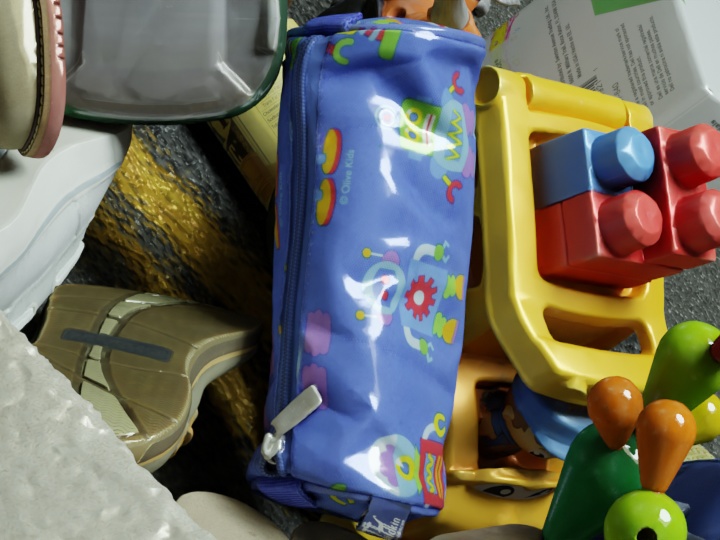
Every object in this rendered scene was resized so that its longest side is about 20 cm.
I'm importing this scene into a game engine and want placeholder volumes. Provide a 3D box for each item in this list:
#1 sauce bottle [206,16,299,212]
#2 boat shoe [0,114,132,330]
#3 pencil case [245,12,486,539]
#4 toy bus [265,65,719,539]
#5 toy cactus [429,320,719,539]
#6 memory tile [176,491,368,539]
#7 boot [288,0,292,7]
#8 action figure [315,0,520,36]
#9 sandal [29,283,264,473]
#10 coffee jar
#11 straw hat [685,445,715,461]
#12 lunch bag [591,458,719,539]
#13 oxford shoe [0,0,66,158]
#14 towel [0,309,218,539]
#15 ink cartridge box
[{"bbox_3d":[-0.052,-0.094,0.972,0.200,0.065,0.065,55,27,9],"label":"sauce bottle"},{"bbox_3d":[-0.131,-0.017,0.751,0.072,0.069,0.200,11,22,-2],"label":"boat shoe"},{"bbox_3d":[0.000,0.000,0.777,0.087,0.078,0.201,14,78,-50],"label":"pencil case"},{"bbox_3d":[0.071,0.014,0.848,0.135,0.192,0.201,10,73,-43],"label":"toy bus"},{"bbox_3d":[0.083,0.112,0.707,0.102,0.165,0.201,9,85,-32],"label":"toy cactus"},{"bbox_3d":[-0.056,0.116,0.681,0.199,0.017,0.153,20,21,-26],"label":"memory tile"},{"bbox_3d":[-0.102,-0.203,1.035,0.097,0.075,0.200,8,41,-39],"label":"boot"},{"bbox_3d":[0.024,-0.140,1.011,0.104,0.193,0.201,27,49,-20],"label":"action figure"},{"bbox_3d":[-0.086,0.046,0.745,0.080,0.054,0.200,14,15,2],"label":"sandal"},{"bbox_3d":[-0.088,-0.118,0.843,0.104,0.086,0.200,0,15,-6],"label":"coffee jar"},{"bbox_3d":[0.134,0.120,0.974,0.201,0.085,0.202,38,30,-26],"label":"straw hat"},{"bbox_3d":[0.137,0.153,0.821,0.132,0.136,0.200,50,-13,-4],"label":"lunch bag"},{"bbox_3d":[-0.162,-0.123,0.720,0.075,0.070,0.201,-13,67,-31],"label":"oxford shoe"},{"bbox_3d":[-0.119,0.084,0.584,0.132,0.035,0.200,-33,68,-32],"label":"towel"},{"bbox_3d":[0.103,-0.058,1.021,0.084,0.200,0.145,36,31,-33],"label":"ink cartridge box"}]
